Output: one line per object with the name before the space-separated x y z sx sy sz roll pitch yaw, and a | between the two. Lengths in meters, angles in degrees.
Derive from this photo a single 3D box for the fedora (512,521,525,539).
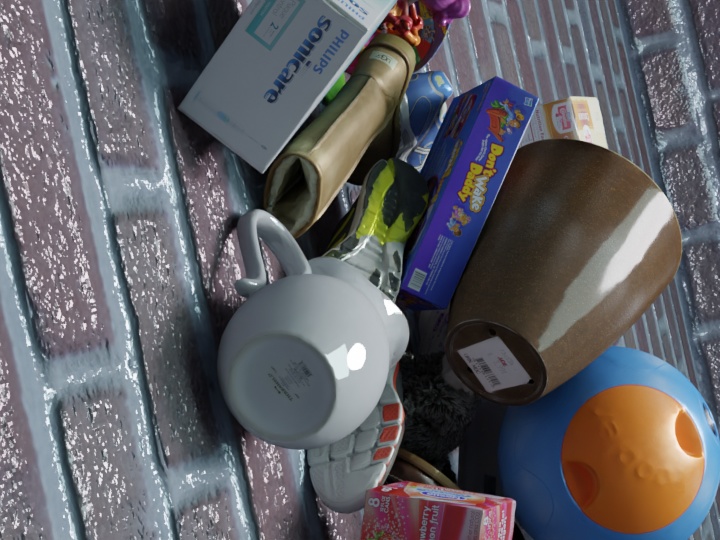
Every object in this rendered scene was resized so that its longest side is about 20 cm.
fedora | 0.083 0.296 1.371 0.200 0.091 0.201 23 64 -61

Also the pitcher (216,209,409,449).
pitcher | -0.050 0.038 1.165 0.172 0.121 0.200 48 18 -2

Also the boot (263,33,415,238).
boot | -0.027 -0.092 1.348 0.175 0.066 0.200 101 15 -45

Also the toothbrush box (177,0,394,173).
toothbrush box | -0.043 -0.184 1.218 0.085 0.146 0.200 37 29 -5

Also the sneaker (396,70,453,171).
sneaker | 0.053 -0.134 1.525 0.200 0.077 0.076 87 -22 -77

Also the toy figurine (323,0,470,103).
toy figurine | 0.032 -0.269 1.449 0.150 0.184 0.201 -30 108 -70

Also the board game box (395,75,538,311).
board game box | 0.079 -0.064 1.386 0.200 0.045 0.134 -66 -170 -6

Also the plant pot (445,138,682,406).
plant pot | 0.156 0.019 1.356 0.200 0.187 0.187 -52 130 -41

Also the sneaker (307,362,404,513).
sneaker | 0.009 0.134 1.311 0.200 0.077 0.082 -77 157 -47

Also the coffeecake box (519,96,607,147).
coffeecake box | 0.150 -0.128 1.669 0.153 0.200 0.073 -16 94 -71

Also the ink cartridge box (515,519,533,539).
ink cartridge box | 0.201 0.238 1.541 0.068 0.116 0.201 78 8 -72

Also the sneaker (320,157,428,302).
sneaker | 0.000 0.000 1.339 0.200 0.074 0.085 -60 -178 -30

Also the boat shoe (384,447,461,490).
boat shoe | 0.072 0.230 1.433 0.070 0.070 0.200 -53 136 -11

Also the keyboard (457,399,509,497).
keyboard | 0.119 0.206 1.517 0.011 0.056 0.201 -25 121 -56

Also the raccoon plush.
raccoon plush | 0.103 0.131 1.472 0.097 0.134 0.200 -88 159 -46

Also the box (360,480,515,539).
box | 0.052 0.272 1.223 0.095 0.099 0.201 8 89 -68

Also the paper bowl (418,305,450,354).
paper bowl | 0.139 0.050 1.588 0.104 0.201 0.201 41 -3 34

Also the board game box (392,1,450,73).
board game box | 0.023 -0.291 1.548 0.039 0.158 0.201 -4 80 -35

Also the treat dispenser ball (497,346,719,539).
treat dispenser ball | 0.224 0.169 1.421 0.201 0.200 0.201 -12 90 -71
